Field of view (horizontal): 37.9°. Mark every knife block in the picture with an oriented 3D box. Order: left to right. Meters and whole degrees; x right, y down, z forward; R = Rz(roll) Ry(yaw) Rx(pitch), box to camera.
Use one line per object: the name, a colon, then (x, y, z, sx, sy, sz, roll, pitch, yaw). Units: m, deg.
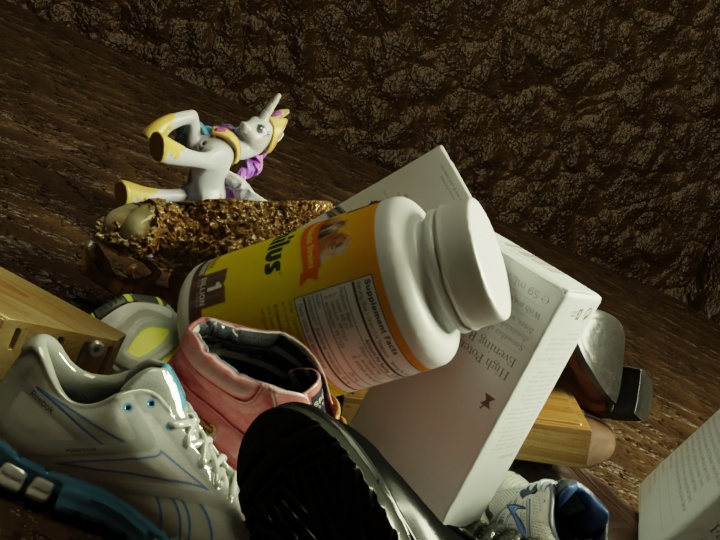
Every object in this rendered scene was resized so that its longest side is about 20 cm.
knife block: (-0.263, 0.013, 0.626, 0.199, 0.065, 0.175, 17, 15, -40)

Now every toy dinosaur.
toy dinosaur: (-0.142, 0.036, 0.871, 0.198, 0.061, 0.106, 26, 23, -8)

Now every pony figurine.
pony figurine: (-0.153, -0.080, 1.071, 0.166, 0.195, 0.199, 28, 30, 30)

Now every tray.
tray: (0.083, 0.116, 0.869, 0.197, 0.038, 0.099, 7, 12, -1)

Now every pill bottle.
pill bottle: (-0.009, 0.021, 0.668, 0.198, 0.111, 0.109, -18, -3, 18)

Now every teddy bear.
teddy bear: (-0.113, -0.024, 0.845, 0.144, 0.068, 0.199, 2, 2, 45)

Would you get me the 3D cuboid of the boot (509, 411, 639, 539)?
boot: (0.204, 0.191, 0.878, 0.184, 0.065, 0.200, 3, 19, -33)

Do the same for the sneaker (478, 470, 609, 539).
sneaker: (0.135, 0.180, 0.722, 0.076, 0.086, 0.200, 23, 11, -13)

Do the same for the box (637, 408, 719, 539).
box: (0.314, 0.208, 0.750, 0.199, 0.131, 0.200, 45, 14, 8)

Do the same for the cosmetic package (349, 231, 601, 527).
cosmetic package: (0.071, 0.079, 0.730, 0.101, 0.202, 0.074, 33, 13, 31)

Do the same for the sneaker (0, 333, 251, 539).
sneaker: (-0.103, 0.098, 0.553, 0.198, 0.087, 0.075, 26, 8, -10)

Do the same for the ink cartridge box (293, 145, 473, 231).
ink cartridge box: (0.000, 0.000, 0.799, 0.068, 0.198, 0.116, 62, 6, 21)

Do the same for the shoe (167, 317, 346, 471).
shoe: (-0.031, 0.105, 0.614, 0.198, 0.092, 0.072, 28, 28, -7)

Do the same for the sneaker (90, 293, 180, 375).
sneaker: (-0.119, 0.070, 0.733, 0.077, 0.075, 0.199, 59, 22, 19)

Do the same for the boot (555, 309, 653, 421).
boot: (0.155, 0.084, 0.983, 0.198, 0.069, 0.188, 3, -18, 33)

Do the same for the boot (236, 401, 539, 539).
boot: (0.035, 0.151, 0.563, 0.212, 0.079, 0.157, 53, 23, 11)
